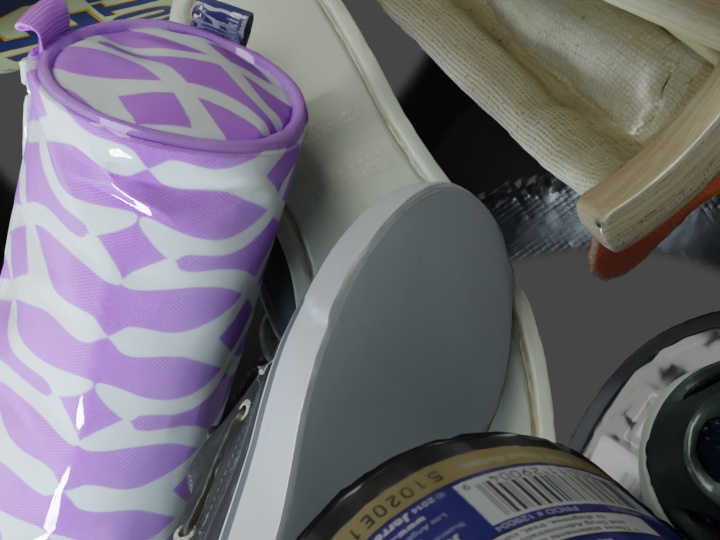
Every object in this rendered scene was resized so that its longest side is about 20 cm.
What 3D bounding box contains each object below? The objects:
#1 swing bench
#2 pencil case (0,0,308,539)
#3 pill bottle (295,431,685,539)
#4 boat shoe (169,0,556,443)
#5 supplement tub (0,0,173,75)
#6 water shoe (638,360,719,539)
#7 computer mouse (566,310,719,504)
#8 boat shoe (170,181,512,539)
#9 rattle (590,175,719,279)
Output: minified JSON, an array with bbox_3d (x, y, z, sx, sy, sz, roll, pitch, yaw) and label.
[{"bbox_3d":[0.016,-0.140,0.717,0.130,0.200,0.199,-46,36,4],"label":"swing bench"},{"bbox_3d":[-0.077,0.024,0.791,0.085,0.084,0.201,18,114,4],"label":"pencil case"},{"bbox_3d":[0.063,0.124,0.617,0.112,0.112,0.200,-47,35,-1],"label":"pill bottle"},{"bbox_3d":[0.000,0.000,0.827,0.075,0.062,0.200,-30,78,-3],"label":"boat shoe"},{"bbox_3d":[-0.124,-0.137,0.904,0.199,0.145,0.146,-15,61,21],"label":"supplement tub"},{"bbox_3d":[0.170,0.053,0.679,0.199,0.079,0.072,-2,84,-5],"label":"water shoe"},{"bbox_3d":[0.071,0.099,0.758,0.138,0.053,0.200,39,95,22],"label":"computer mouse"},{"bbox_3d":[-0.020,0.066,0.754,0.066,0.070,0.201,-3,61,46],"label":"boat shoe"},{"bbox_3d":[0.160,-0.076,0.781,0.200,0.130,0.143,-23,43,46],"label":"rattle"}]
